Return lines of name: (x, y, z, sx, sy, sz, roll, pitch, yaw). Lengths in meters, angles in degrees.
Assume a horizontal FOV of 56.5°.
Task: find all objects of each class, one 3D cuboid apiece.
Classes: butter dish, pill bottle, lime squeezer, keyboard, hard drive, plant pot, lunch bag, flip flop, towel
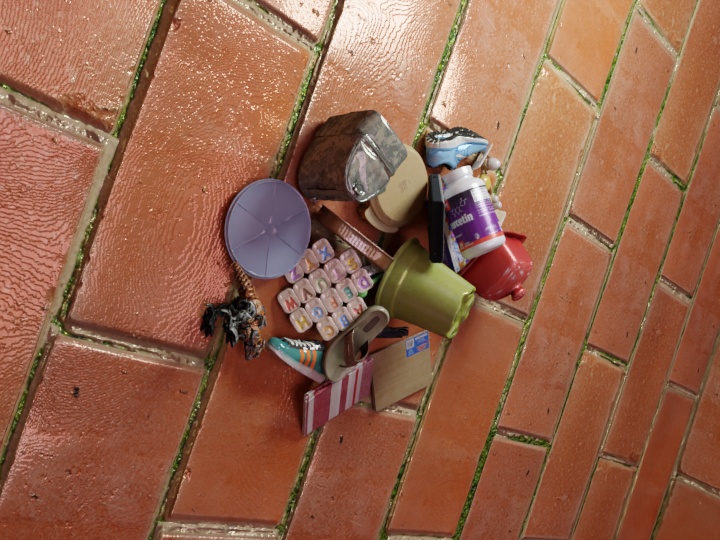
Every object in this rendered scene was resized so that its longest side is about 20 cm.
butter dish: (0.364, 0.013, 1.709, 0.200, 0.149, 0.198, -49, 153, 22)
pill bottle: (0.260, -0.137, 1.585, 0.111, 0.112, 0.205, -17, 84, -34)
lime squeezer: (-0.016, 0.062, 1.497, 0.038, 0.071, 0.200, 44, 95, 4)
keyboard: (0.035, 0.147, 1.552, 0.196, 0.126, 0.021, 4, 74, -39)
hard drive: (0.170, -0.122, 1.525, 0.032, 0.201, 0.143, 0, 114, 5)
plant pot: (0.159, 0.057, 1.540, 0.201, 0.182, 0.203, -50, 157, -30)
lunch bag: (-0.027, -0.217, 1.367, 0.169, 0.198, 0.140, -54, 124, -19)
flip flop: (-0.008, 0.164, 1.453, 0.200, 0.058, 0.081, -47, 124, 8)
towel: (-0.053, 0.289, 1.549, 0.197, 0.023, 0.146, -28, 142, -30)

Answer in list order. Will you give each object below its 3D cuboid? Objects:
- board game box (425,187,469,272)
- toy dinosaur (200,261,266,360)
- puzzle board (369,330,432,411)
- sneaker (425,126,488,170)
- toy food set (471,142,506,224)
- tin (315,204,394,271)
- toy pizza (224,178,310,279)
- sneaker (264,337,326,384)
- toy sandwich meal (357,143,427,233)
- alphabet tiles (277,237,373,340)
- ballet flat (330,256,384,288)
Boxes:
board game box: (0.248, -0.117, 1.707, 0.133, 0.044, 0.204, -35, 120, -27)
toy dinosaur: (-0.245, 0.087, 1.351, 0.135, 0.101, 0.205, -27, 100, -47)
puzzle board: (0.104, 0.251, 1.701, 0.197, 0.017, 0.155, -19, 111, -35)
sneaker: (0.230, -0.296, 1.646, 0.196, 0.078, 0.092, -13, 127, -32)
toy food set: (0.332, -0.202, 1.706, 0.144, 0.059, 0.204, -54, 133, -50)
tin: (-0.012, -0.068, 1.443, 0.198, 0.112, 0.042, 37, 88, -14)
toy pizza: (-0.190, -0.085, 1.370, 0.196, 0.031, 0.206, -8, 103, -34)
sneaker: (-0.129, 0.178, 1.465, 0.199, 0.070, 0.081, 39, 76, -46)
toy sandwich meal: (0.074, -0.189, 1.540, 0.201, 0.069, 0.211, -7, 102, -38)
alphabet tiles: (-0.076, 0.043, 1.441, 0.197, 0.015, 0.198, -31, 102, -2)
ballet flat: (0.000, 0.000, 1.528, 0.197, 0.071, 0.074, -14, 110, -38)
